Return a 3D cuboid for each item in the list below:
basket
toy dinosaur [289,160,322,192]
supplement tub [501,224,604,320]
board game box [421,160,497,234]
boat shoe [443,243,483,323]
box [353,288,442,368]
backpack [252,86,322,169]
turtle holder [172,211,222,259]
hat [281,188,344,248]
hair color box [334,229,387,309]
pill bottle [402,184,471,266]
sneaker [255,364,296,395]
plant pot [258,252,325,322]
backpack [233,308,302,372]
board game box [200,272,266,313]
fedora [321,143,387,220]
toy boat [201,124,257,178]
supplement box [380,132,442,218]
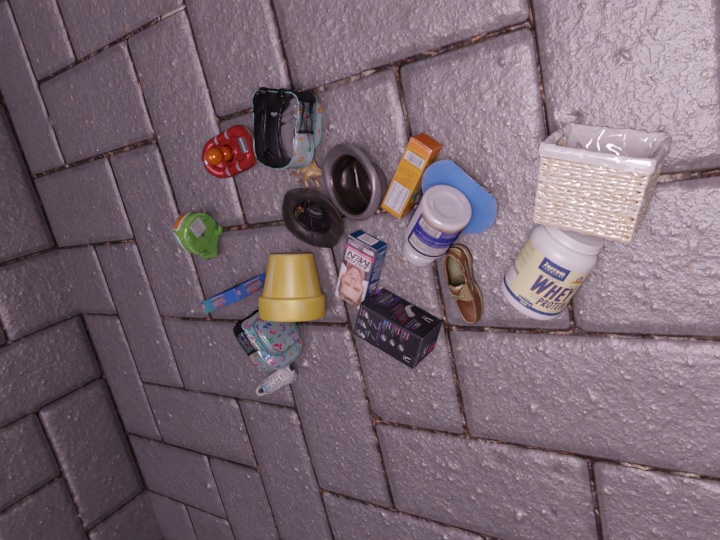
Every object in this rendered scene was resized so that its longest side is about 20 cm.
[{"bbox_3d":[0.450,-0.171,1.036,0.199,0.198,0.162,16,122,30],"label":"basket"},{"bbox_3d":[-0.138,-0.267,1.523,0.199,0.058,0.102,25,121,26],"label":"toy dinosaur"},{"bbox_3d":[0.404,-0.010,1.169,0.145,0.145,0.201,37,127,19],"label":"supplement tub"},{"bbox_3d":[0.235,-0.176,1.289,0.200,0.039,0.158,43,149,5],"label":"board game box"},{"bbox_3d":[0.244,0.039,1.358,0.075,0.074,0.201,-9,104,39],"label":"boat shoe"},{"bbox_3d":[0.099,0.153,1.484,0.199,0.122,0.107,28,124,25],"label":"box"},{"bbox_3d":[-0.194,-0.367,1.456,0.175,0.153,0.202,15,103,31],"label":"backpack"},{"bbox_3d":[-0.545,-0.120,1.856,0.131,0.185,0.142,10,83,33],"label":"turtle holder"},{"bbox_3d":[-0.118,-0.157,1.534,0.199,0.081,0.202,18,130,23],"label":"hat"},{"bbox_3d":[0.000,0.000,1.533,0.100,0.060,0.201,29,125,24],"label":"hair color box"},{"bbox_3d":[0.171,-0.097,1.302,0.120,0.120,0.200,46,150,12],"label":"pill bottle"},{"bbox_3d":[-0.295,0.387,1.906,0.075,0.086,0.200,53,129,7],"label":"sneaker"},{"bbox_3d":[-0.201,0.043,1.629,0.200,0.200,0.190,3,95,36],"label":"plant pot"},{"bbox_3d":[-0.282,0.218,1.766,0.150,0.177,0.201,-22,100,45],"label":"backpack"},{"bbox_3d":[-0.409,0.074,1.812,0.199,0.152,0.045,-19,98,41],"label":"board game box"},{"bbox_3d":[-0.002,-0.228,1.411,0.200,0.090,0.177,54,133,18],"label":"fedora"},{"bbox_3d":[-0.407,-0.345,1.641,0.199,0.130,0.131,-13,101,39],"label":"toy boat"},{"bbox_3d":[0.121,-0.227,1.340,0.069,0.066,0.201,38,128,14],"label":"supplement box"}]
